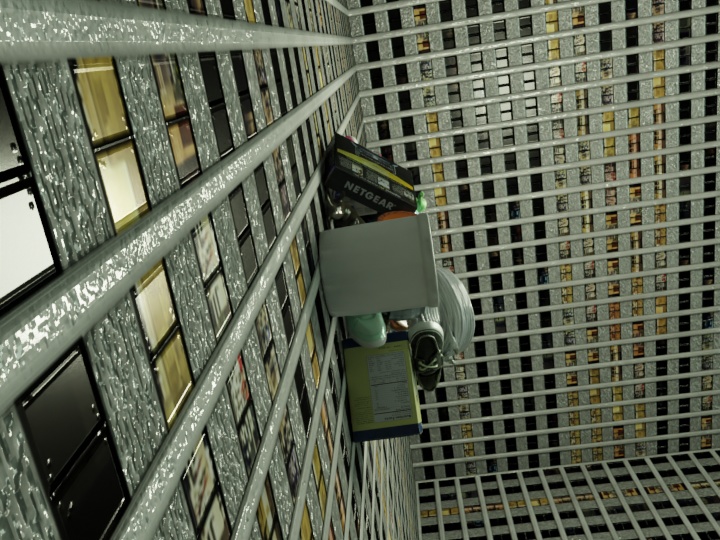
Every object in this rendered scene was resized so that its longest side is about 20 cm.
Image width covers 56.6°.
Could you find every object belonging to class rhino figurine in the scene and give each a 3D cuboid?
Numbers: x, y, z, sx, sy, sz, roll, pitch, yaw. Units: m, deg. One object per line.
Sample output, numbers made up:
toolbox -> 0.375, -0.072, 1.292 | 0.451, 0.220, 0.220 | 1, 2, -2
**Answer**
rhino figurine -> -0.027, -0.091, 1.363 | 0.200, 0.059, 0.088 | 52, 37, -47

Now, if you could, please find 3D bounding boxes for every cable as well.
cable -> 0.167, 0.089, 1.448 | 0.199, 0.068, 0.203 | 8, -75, 63

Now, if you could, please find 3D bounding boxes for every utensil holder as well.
utensil holder -> 0.034, -0.008, 1.211 | 0.170, 0.197, 0.173 | -7, 90, -85

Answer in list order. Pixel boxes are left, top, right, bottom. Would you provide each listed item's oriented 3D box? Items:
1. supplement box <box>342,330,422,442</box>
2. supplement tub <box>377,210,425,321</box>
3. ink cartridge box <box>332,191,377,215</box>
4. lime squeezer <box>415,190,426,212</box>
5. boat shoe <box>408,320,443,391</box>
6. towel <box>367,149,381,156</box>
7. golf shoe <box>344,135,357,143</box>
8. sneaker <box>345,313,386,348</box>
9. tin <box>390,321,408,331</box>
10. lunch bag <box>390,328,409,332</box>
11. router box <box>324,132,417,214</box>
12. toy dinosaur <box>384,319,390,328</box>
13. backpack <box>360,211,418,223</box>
supplement box -> 0.050, 0.244, 1.393 | 0.200, 0.132, 0.203 | 58, 25, -76
supplement tub -> 0.080, -0.010, 1.367 | 0.123, 0.120, 0.203 | -88, 180, -63
ink cartridge box -> -0.011, -0.174, 1.519 | 0.201, 0.098, 0.040 | -86, 167, -63
lime squeezer -> 0.111, -0.164, 1.545 | 0.038, 0.070, 0.200 | -62, -154, 1
boat shoe -> 0.138, 0.175, 1.343 | 0.201, 0.070, 0.064 | 77, 6, -51
towel -> 0.005, -0.227, 1.679 | 0.023, 0.143, 0.201 | -50, 148, -30
golf shoe -> -0.005, -0.284, 1.742 | 0.075, 0.091, 0.201 | 47, -18, 29
sneaker -> -0.003, 0.052, 1.318 | 0.119, 0.073, 0.202 | 86, -14, -45
tin -> 0.121, 0.064, 1.666 | 0.112, 0.042, 0.200 | 52, 48, -16
lunch bag -> 0.102, 0.066, 1.775 | 0.161, 0.081, 0.203 | 95, -15, -81
router box -> 0.021, -0.195, 1.417 | 0.052, 0.198, 0.158 | -55, -159, 30
toy dinosaur -> 0.060, 0.079, 1.505 | 0.101, 0.057, 0.203 | -27, 130, -75
backpack -> 0.051, -0.094, 1.586 | 0.184, 0.134, 0.200 | 59, -14, -26
